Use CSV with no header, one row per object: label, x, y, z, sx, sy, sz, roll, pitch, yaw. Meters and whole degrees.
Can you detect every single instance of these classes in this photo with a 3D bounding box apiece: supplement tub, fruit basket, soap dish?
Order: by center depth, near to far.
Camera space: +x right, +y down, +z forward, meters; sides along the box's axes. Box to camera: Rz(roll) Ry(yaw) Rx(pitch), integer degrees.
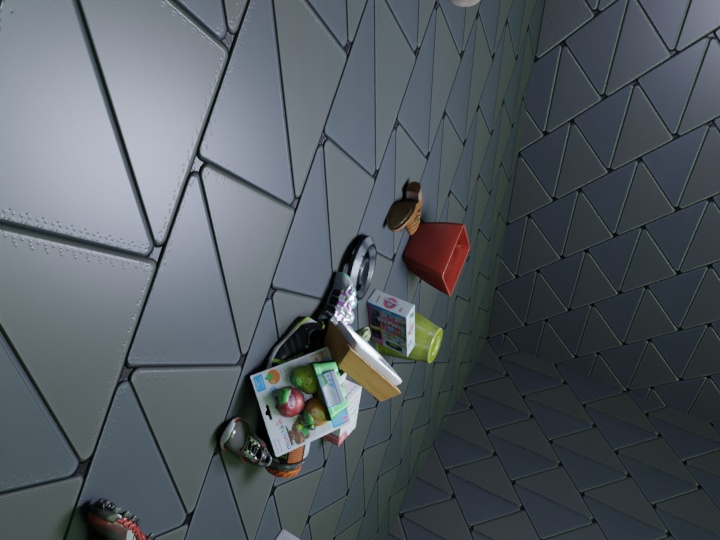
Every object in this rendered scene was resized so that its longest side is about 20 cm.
fruit basket,-0.128,0.292,1.272,0.197,0.093,0.189,-15,83,-32
supplement tub,-0.179,0.396,1.386,0.122,0.121,0.204,-21,126,-61
soap dish,0.001,0.228,1.401,0.081,0.157,0.200,-46,118,-1

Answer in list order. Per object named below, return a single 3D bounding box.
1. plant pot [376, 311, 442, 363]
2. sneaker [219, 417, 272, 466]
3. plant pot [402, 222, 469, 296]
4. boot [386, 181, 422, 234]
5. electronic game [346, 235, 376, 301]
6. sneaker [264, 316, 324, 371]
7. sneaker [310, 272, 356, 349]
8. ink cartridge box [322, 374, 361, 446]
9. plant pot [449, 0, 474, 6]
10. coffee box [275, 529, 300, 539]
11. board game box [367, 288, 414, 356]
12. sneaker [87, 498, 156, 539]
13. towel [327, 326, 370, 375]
plant pot,0.183,0.235,1.998,0.200,0.190,0.203,-46,146,-44
sneaker,-0.249,0.397,1.278,0.078,0.081,0.201,-61,155,-22
plant pot,0.261,-0.059,1.976,0.203,0.174,0.200,-64,156,-14
boot,0.149,-0.162,1.782,0.201,0.073,0.156,-56,157,-27
electronic game,0.000,0.000,1.597,0.200,0.041,0.204,15,89,-74
sneaker,-0.153,0.192,1.342,0.201,0.082,0.072,-57,153,-30
sneaker,-0.079,0.109,1.463,0.138,0.077,0.205,-4,91,-46
ink cartridge box,-0.056,0.428,1.757,0.116,0.066,0.204,-34,137,-55
plant pot,0.291,-0.816,1.498,0.174,0.197,0.203,88,27,-72
coffee box,-0.230,0.901,1.700,0.114,0.079,0.203,-46,147,-44
board game box,0.102,0.171,1.825,0.064,0.146,0.202,-49,148,-35
sneaker,-0.419,0.465,0.955,0.098,0.070,0.203,-56,154,-37
towel,-0.058,0.242,1.549,0.037,0.147,0.201,49,46,-12
